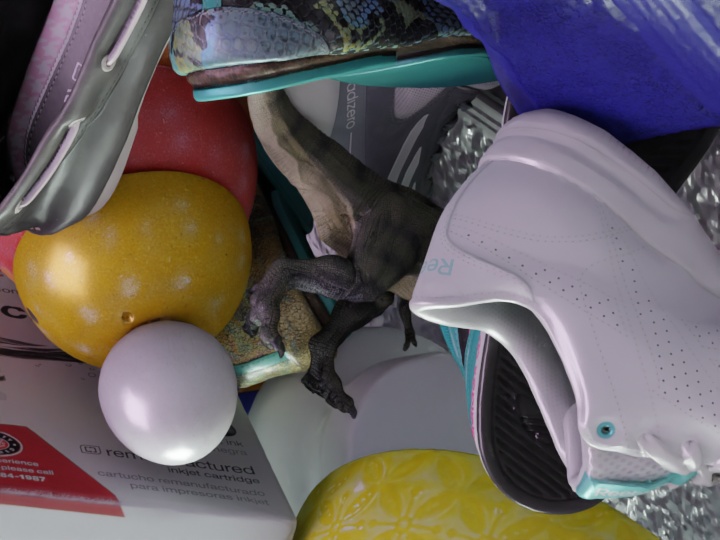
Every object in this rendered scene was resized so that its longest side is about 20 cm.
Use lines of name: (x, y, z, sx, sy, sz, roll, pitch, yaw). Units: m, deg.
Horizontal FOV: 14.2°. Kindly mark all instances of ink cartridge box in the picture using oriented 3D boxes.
ink cartridge box: (-0.123, 0.071, 1.105, 0.200, 0.144, 0.084, -122, 44, -60)

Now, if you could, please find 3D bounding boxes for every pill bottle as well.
pill bottle: (-0.010, 0.081, 1.181, 0.200, 0.112, 0.112, -16, 92, 64)

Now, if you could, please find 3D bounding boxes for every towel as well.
towel: (0.096, -0.102, 0.819, 0.200, 0.050, 0.148, -6, 139, 45)

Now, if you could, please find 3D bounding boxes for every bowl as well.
bowl: (0.042, 0.171, 1.041, 0.200, 0.108, 0.200, 20, 140, 18)

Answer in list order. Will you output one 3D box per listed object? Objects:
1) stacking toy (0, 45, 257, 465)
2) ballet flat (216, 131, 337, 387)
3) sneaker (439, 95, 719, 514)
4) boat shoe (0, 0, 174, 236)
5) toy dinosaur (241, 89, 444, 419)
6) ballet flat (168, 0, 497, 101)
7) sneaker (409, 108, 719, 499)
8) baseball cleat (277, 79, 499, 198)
stacking toy: (-0.087, -0.015, 1.055, 0.146, 0.146, 0.200, 103, 157, -47)
ballet flat: (-0.051, -0.016, 1.171, 0.200, 0.071, 0.071, -106, 12, -60)
sneaker: (0.077, -0.025, 0.985, 0.121, 0.084, 0.200, -126, 49, -82)
boat shoe: (-0.093, -0.092, 0.945, 0.067, 0.057, 0.200, 36, 126, 24)
toy dinosaur: (0.000, 0.000, 1.038, 0.200, 0.088, 0.047, 40, 173, -37)
ballet flat: (0.002, -0.091, 0.920, 0.074, 0.200, 0.074, 2, 95, 22)
sneaker: (0.104, 0.043, 0.887, 0.200, 0.089, 0.075, 36, 158, 0)
baseball cleat: (0.020, -0.056, 1.084, 0.200, 0.106, 0.070, 57, -166, -65)
